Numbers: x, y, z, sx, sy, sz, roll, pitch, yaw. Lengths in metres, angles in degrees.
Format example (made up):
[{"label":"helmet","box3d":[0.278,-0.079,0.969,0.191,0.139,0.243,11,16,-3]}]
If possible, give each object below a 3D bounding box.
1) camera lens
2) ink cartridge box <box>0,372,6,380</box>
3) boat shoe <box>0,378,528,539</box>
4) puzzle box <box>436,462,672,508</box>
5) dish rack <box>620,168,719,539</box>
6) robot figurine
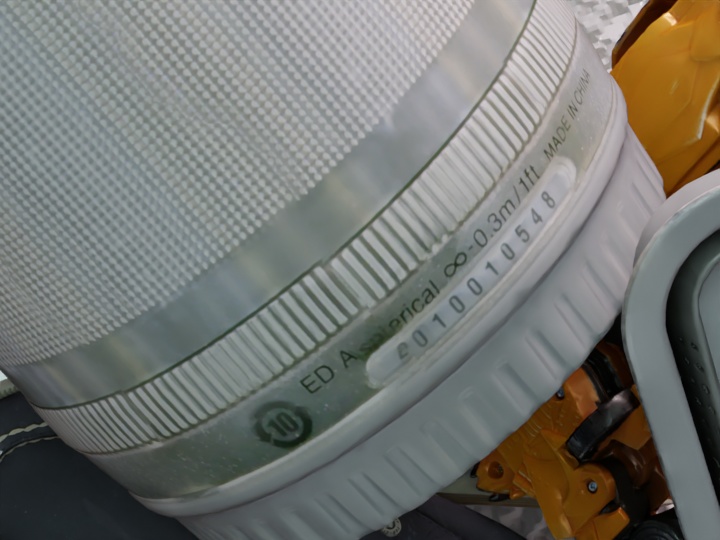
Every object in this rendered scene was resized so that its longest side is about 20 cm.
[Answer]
[{"label":"camera lens","box3d":[-0.044,-0.051,0.592,0.160,0.160,0.200,-43,108,-6]},{"label":"ink cartridge box","box3d":[-0.180,0.020,0.766,0.200,0.083,0.147,-20,78,-2]},{"label":"boat shoe","box3d":[-0.019,0.078,0.678,0.200,0.063,0.073,21,94,-27]},{"label":"puzzle box","box3d":[0.000,0.000,0.745,0.200,0.025,0.133,6,77,-24]},{"label":"dish rack","box3d":[0.154,0.037,0.593,0.171,0.044,0.200,-21,118,-1]},{"label":"robot figurine","box3d":[0.094,-0.002,0.673,0.145,0.058,0.200,52,129,16]}]
